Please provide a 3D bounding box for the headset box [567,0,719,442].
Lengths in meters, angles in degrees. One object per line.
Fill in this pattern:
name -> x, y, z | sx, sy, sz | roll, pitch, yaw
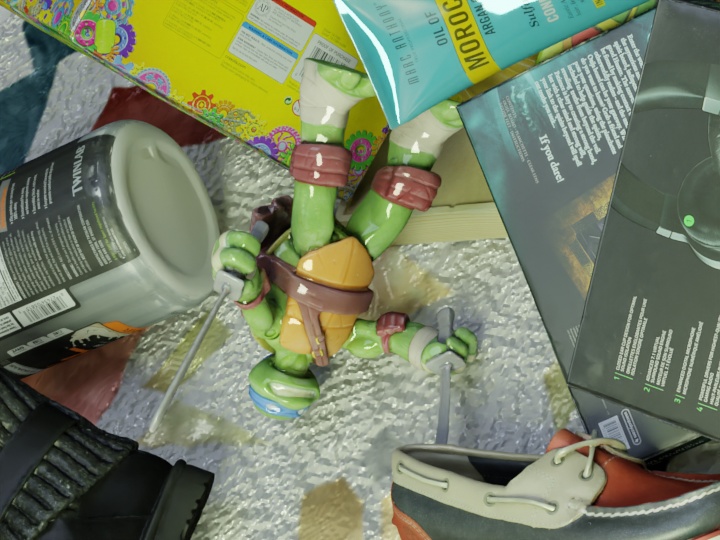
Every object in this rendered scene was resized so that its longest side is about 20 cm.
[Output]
headset box -> 0.196, -0.010, 0.804 | 0.200, 0.093, 0.175 | 19, 105, 31

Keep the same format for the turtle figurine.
turtle figurine -> 0.000, 0.000, 0.996 | 0.143, 0.200, 0.195 | 17, 97, 4

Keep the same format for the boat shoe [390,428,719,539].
boat shoe -> 0.091, 0.104, 0.882 | 0.200, 0.071, 0.063 | -11, 88, 45

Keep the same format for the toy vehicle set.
toy vehicle set -> 0.069, -0.106, 1.134 | 0.124, 0.027, 0.200 | -2, 55, 38

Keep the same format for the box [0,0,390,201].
box -> -0.094, -0.156, 1.142 | 0.122, 0.200, 0.193 | -61, 32, 1

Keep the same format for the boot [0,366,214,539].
boot -> -0.185, 0.160, 1.015 | 0.157, 0.080, 0.212 | 23, 55, 1

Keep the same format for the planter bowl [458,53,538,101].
planter bowl -> 0.130, -0.170, 1.064 | 0.200, 0.084, 0.201 | -11, 53, 16

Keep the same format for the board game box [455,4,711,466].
board game box -> 0.142, -0.018, 0.924 | 0.135, 0.028, 0.201 | -25, 73, 16

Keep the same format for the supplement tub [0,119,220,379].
supplement tub -> -0.196, -0.004, 1.191 | 0.200, 0.123, 0.123 | -22, 45, 24

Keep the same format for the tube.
tube -> 0.089, -0.140, 0.942 | 0.199, 0.078, 0.050 | -21, 8, 15

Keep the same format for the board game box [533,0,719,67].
board game box -> 0.160, -0.152, 0.976 | 0.048, 0.101, 0.201 | -61, -8, -77
